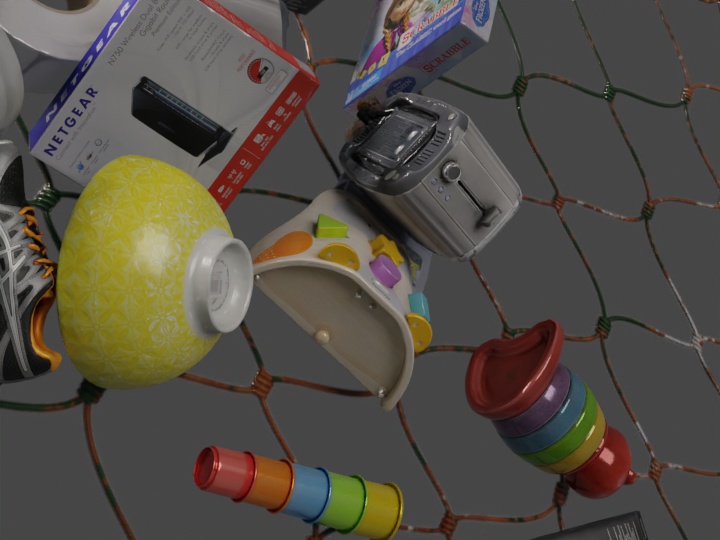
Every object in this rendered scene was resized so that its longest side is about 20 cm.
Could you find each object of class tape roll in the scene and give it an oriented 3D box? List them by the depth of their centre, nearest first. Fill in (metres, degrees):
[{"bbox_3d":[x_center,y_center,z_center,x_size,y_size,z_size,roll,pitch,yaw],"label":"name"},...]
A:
[{"bbox_3d":[-0.297,-0.265,1.326,0.202,0.071,0.203,19,58,-34],"label":"tape roll"}]

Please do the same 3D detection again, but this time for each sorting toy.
[{"bbox_3d":[0.000,0.000,1.406,0.200,0.107,0.180,43,28,-17],"label":"sorting toy"}]

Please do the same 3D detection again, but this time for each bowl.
[{"bbox_3d":[-0.155,0.007,1.219,0.200,0.107,0.201,6,90,-66],"label":"bowl"}]

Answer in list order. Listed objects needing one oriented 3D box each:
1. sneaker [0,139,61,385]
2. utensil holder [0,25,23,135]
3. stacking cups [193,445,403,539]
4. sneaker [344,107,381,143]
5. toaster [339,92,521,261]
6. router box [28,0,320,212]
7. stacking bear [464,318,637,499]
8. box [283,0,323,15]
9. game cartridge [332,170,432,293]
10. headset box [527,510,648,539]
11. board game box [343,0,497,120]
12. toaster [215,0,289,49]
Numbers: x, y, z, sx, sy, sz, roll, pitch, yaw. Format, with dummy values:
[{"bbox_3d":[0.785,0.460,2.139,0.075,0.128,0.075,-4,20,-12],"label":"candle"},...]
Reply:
[{"bbox_3d":[-0.279,-0.005,1.169,0.077,0.078,0.201,0,90,2],"label":"sneaker"},{"bbox_3d":[-0.386,-0.119,1.108,0.170,0.170,0.200,47,49,-13],"label":"utensil holder"},{"bbox_3d":[-0.058,0.204,1.315,0.199,0.060,0.061,17,59,-30],"label":"stacking cups"},{"bbox_3d":[0.080,-0.120,1.580,0.200,0.075,0.071,19,57,-33],"label":"sneaker"},{"bbox_3d":[0.068,-0.092,1.438,0.114,0.200,0.129,-47,118,-7],"label":"toaster"},{"bbox_3d":[-0.167,-0.143,1.296,0.179,0.200,0.049,32,15,-26],"label":"router box"},{"bbox_3d":[0.213,0.165,1.537,0.200,0.121,0.114,45,44,-25],"label":"stacking bear"},{"bbox_3d":[-0.133,-0.372,1.542,0.200,0.043,0.161,11,62,-38],"label":"box"},{"bbox_3d":[0.006,-0.005,1.487,0.133,0.041,0.200,44,47,-21],"label":"game cartridge"},{"bbox_3d":[0.197,0.345,1.411,0.199,0.093,0.175,-10,75,-30],"label":"headset box"},{"bbox_3d":[0.075,-0.279,1.569,0.041,0.200,0.200,34,50,-24],"label":"board game box"},{"bbox_3d":[-0.146,-0.207,1.400,0.129,0.114,0.201,17,61,-32],"label":"toaster"}]
